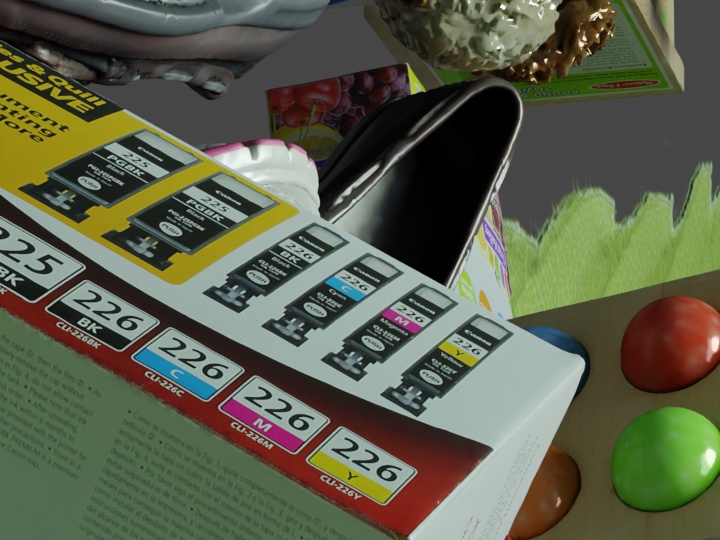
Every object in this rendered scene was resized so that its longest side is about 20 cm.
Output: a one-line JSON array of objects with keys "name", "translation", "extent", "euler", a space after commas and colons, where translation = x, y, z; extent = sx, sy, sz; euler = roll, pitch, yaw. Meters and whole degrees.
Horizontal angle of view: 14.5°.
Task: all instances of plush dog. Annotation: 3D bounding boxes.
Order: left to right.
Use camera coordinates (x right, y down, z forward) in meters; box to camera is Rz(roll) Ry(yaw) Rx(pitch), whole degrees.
[{"name": "plush dog", "translation": [0.054, -0.167, 1.166], "extent": [0.200, 0.160, 0.173], "euler": [26, 79, -51]}]

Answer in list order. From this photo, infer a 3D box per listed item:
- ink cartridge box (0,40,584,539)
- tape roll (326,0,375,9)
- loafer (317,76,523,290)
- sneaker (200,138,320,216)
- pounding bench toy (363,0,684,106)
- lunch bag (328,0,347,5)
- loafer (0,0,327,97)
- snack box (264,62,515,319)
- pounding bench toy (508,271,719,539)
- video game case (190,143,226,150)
[{"name": "ink cartridge box", "translation": [-0.057, 0.020, 0.698], "extent": [0.084, 0.199, 0.176], "euler": [-66, 168, 23]}, {"name": "tape roll", "translation": [-0.012, -0.213, 1.197], "extent": [0.203, 0.037, 0.204], "euler": [-3, 90, -72]}, {"name": "loafer", "translation": [0.000, 0.000, 1.012], "extent": [0.072, 0.063, 0.200], "euler": [42, 51, -15]}, {"name": "sneaker", "translation": [-0.068, 0.009, 0.900], "extent": [0.200, 0.081, 0.089], "euler": [-13, 94, -66]}, {"name": "pounding bench toy", "translation": [0.115, -0.176, 1.321], "extent": [0.124, 0.199, 0.157], "euler": [44, 45, -64]}, {"name": "lunch bag", "translation": [0.017, -0.170, 0.991], "extent": [0.135, 0.199, 0.133], "euler": [10, 71, -51]}, {"name": "loafer", "translation": [-0.078, -0.077, 0.852], "extent": [0.063, 0.072, 0.200], "euler": [-54, 158, 21]}, {"name": "snack box", "translation": [0.023, 0.040, 1.155], "extent": [0.169, 0.067, 0.201], "euler": [44, 38, -68]}, {"name": "pounding bench toy", "translation": [0.106, 0.121, 1.005], "extent": [0.201, 0.123, 0.156], "euler": [-81, 149, -44]}, {"name": "video game case", "translation": [-0.044, 0.074, 1.062], "extent": [0.144, 0.018, 0.201], "euler": [-75, 154, -45]}]
